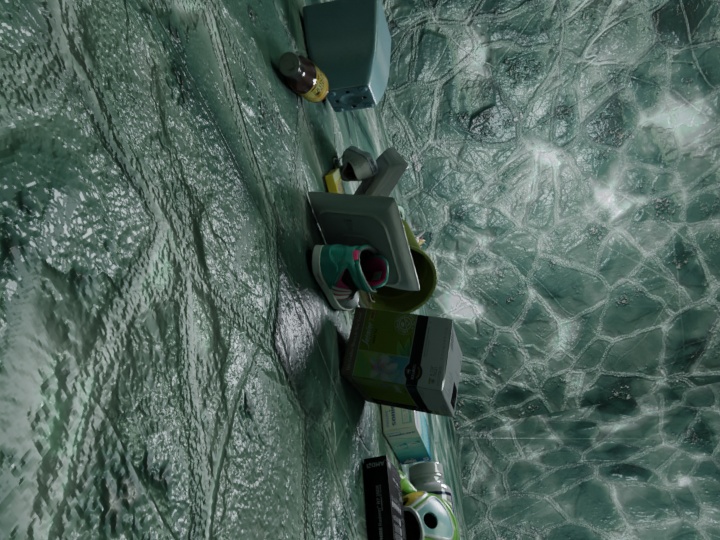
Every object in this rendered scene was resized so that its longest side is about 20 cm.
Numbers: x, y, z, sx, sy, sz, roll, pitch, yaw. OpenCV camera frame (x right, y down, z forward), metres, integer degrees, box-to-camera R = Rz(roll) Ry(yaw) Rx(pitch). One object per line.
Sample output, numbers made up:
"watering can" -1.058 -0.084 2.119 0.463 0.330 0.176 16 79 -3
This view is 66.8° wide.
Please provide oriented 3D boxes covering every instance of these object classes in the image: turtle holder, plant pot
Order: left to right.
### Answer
"plant pot" -0.026 -0.514 1.346 0.196 0.189 0.208 41 46 -73
"plant pot" 0.072 -0.032 1.308 0.193 0.193 0.204 -96 169 -53
"turtle holder" 0.120 0.503 1.097 0.131 0.137 0.192 37 48 -48

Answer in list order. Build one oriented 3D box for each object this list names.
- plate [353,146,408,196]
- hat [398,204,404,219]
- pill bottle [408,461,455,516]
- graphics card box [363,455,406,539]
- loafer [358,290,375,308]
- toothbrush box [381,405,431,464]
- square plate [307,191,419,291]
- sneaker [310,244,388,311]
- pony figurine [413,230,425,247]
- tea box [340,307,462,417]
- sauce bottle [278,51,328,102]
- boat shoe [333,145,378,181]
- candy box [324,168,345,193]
"plate" 0.031 -0.197 1.305 0.032 0.202 0.201 29 17 -18
"hat" 0.029 -0.156 1.683 0.203 0.172 0.167 -59 155 -16
"pill bottle" 0.172 0.586 1.335 0.121 0.116 0.205 63 18 -53
"graphics card box" 0.049 0.457 0.990 0.127 0.049 0.205 63 19 -53
"loafer" 0.000 0.000 1.147 0.076 0.068 0.203 -121 -173 -50
"toothbrush box" 0.110 0.364 1.346 0.202 0.082 0.150 65 16 -46
"square plate" 0.002 -0.048 0.999 0.029 0.195 0.202 -50 135 -36
"sneaker" -0.003 0.014 0.981 0.201 0.116 0.086 58 35 -60
"pony figurine" 0.087 -0.050 1.493 0.197 0.165 0.198 27 91 -43
"tea box" 0.086 0.179 1.050 0.201 0.190 0.138 61 38 -59
"sauce bottle" -0.108 -0.366 1.039 0.200 0.064 0.068 -46 123 -77
"boat shoe" -0.027 -0.245 1.327 0.076 0.084 0.202 65 -10 -25
"candy box" -0.039 -0.122 1.236 0.103 0.025 0.207 -67 144 -71
